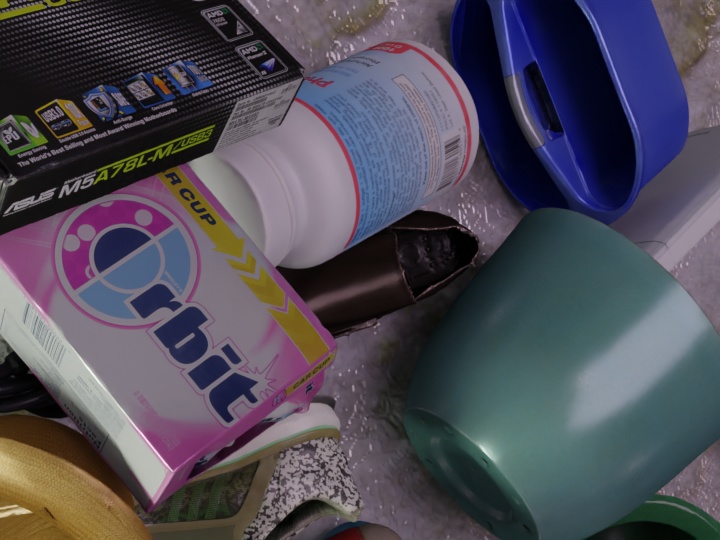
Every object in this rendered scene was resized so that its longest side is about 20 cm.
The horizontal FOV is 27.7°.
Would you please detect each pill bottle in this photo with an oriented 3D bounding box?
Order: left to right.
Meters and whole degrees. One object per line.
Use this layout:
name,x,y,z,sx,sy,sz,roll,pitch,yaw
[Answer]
pill bottle,-0.022,-0.068,0.918,0.199,0.108,0.110,-30,102,-44

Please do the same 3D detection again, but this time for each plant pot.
plant pot,0.126,0.088,0.976,0.161,0.200,0.201,-42,109,-20

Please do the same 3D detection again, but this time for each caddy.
caddy,0.142,-0.129,1.041,0.105,0.141,0.202,-31,102,-39

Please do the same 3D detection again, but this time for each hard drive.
hard drive,0.227,-0.050,1.096,0.200,0.131,0.027,-40,107,-32

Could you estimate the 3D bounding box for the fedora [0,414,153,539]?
fedora,-0.184,0.135,0.766,0.201,0.199,0.082,52,31,-19

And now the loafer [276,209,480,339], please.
loafer,0.000,0.000,0.964,0.199,0.071,0.074,-26,99,-35

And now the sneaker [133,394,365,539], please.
sneaker,-0.084,0.152,0.838,0.199,0.077,0.089,-32,64,-4

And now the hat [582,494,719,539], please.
hat,0.194,0.207,1.115,0.199,0.176,0.167,-30,107,5

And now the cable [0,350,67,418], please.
cable,-0.204,-0.007,0.793,0.198,0.051,0.165,13,76,-31

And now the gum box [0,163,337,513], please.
gum box,-0.114,0.013,0.738,0.113,0.066,0.200,-36,81,-31

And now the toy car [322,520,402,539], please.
toy car,-0.047,0.259,0.872,0.198,0.184,0.179,-14,94,-7

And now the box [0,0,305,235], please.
box,-0.157,-0.123,0.721,0.199,0.048,0.193,-26,69,-44
